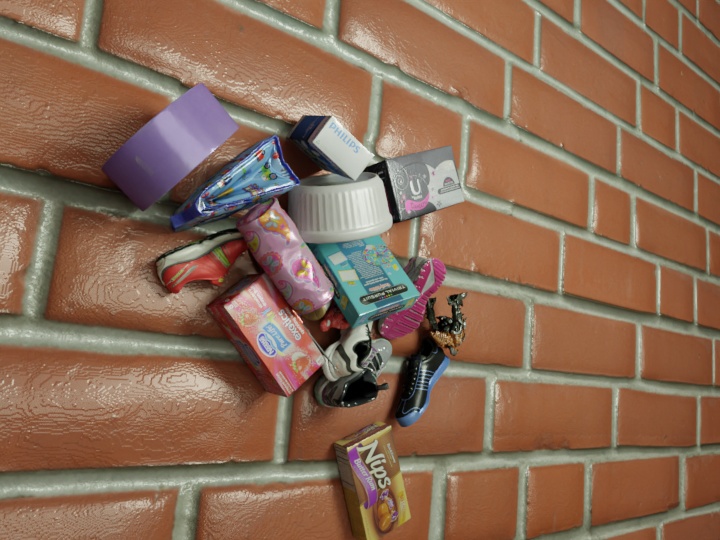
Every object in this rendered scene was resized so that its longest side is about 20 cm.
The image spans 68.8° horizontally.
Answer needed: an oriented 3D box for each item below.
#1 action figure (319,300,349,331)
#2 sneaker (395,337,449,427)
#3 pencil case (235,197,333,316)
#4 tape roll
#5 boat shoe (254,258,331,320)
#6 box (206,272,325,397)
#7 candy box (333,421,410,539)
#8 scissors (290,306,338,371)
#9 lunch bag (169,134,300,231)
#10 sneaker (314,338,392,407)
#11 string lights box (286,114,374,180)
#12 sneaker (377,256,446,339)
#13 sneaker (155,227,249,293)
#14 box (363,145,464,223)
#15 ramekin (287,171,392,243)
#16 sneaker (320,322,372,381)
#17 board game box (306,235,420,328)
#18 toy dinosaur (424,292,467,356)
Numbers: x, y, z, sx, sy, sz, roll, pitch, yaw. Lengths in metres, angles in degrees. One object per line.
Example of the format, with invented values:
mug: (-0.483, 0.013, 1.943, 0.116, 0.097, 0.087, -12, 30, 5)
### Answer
action figure: (-0.014, 0.060, 1.041, 0.200, 0.065, 0.052, -42, 143, -40)
sneaker: (0.120, 0.237, 1.139, 0.078, 0.070, 0.201, 49, 55, -18)
pencil case: (-0.123, -0.020, 0.881, 0.087, 0.087, 0.201, -46, 117, -28)
tape roll: (-0.287, -0.187, 0.804, 0.085, 0.199, 0.200, 49, 62, -20)
boat shoe: (-0.128, 0.000, 0.989, 0.201, 0.070, 0.069, 54, 34, -10)
box: (-0.165, 0.113, 0.928, 0.100, 0.095, 0.201, -40, 109, -29)
candy box: (0.025, 0.424, 1.061, 0.116, 0.056, 0.202, -14, 96, -35)
scissors: (-0.106, 0.103, 0.962, 0.014, 0.073, 0.201, -38, 93, -21)
lunch bag: (-0.227, -0.128, 0.871, 0.199, 0.150, 0.095, -36, 106, -31)
sneaker: (0.019, 0.205, 1.022, 0.199, 0.139, 0.078, -37, 108, -30)
string lights box: (-0.060, -0.229, 0.963, 0.103, 0.200, 0.059, 39, 90, -25)
sneaker: (0.100, 0.055, 1.132, 0.081, 0.088, 0.201, 36, 89, -29)
sneaker: (-0.244, -0.019, 0.902, 0.198, 0.077, 0.086, -22, 106, -20)
box: (0.110, -0.180, 1.133, 0.199, 0.114, 0.134, -19, 97, -34)
ramekin: (-0.042, -0.121, 0.961, 0.201, 0.202, 0.095, -19, 113, -34)
sneaker: (-0.003, 0.136, 1.019, 0.074, 0.079, 0.201, 61, 31, -24)
board game box: (0.000, 0.000, 1.021, 0.150, 0.047, 0.201, -15, 61, -34)
toy dinosaur: (0.196, 0.123, 1.157, 0.101, 0.200, 0.137, -9, 88, 3)
